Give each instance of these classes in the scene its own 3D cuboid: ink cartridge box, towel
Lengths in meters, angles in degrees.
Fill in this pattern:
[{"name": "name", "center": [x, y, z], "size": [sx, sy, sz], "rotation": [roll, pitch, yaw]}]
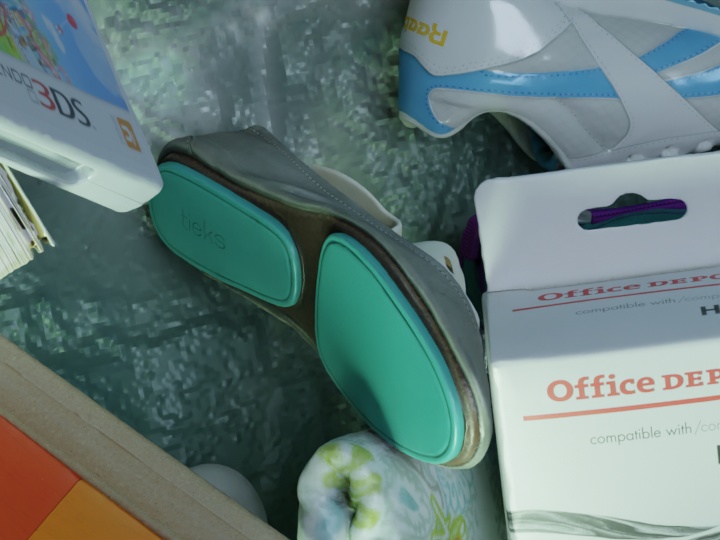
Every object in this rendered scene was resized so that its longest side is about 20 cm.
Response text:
[{"name": "ink cartridge box", "center": [0.106, 0.065, 0.954], "size": [0.115, 0.068, 0.201], "rotation": [-7, 111, 4]}, {"name": "towel", "center": [0.024, 0.153, 0.968], "size": [0.048, 0.171, 0.201], "rotation": [-2, 91, 15]}]

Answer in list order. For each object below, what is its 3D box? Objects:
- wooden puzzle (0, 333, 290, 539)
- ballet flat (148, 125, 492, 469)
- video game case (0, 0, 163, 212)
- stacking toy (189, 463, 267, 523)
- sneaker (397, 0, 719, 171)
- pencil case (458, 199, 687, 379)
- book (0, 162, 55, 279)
[{"name": "wooden puzzle", "center": [-0.132, 0.122, 0.888], "size": [0.185, 0.200, 0.037], "rotation": [-50, 150, -15]}, {"name": "ballet flat", "center": [0.000, 0.000, 0.943], "size": [0.064, 0.200, 0.068], "rotation": [-16, 125, -32]}, {"name": "video game case", "center": [-0.140, -0.124, 0.859], "size": [0.022, 0.182, 0.201], "rotation": [-28, 73, 13]}, {"name": "stacking toy", "center": [-0.069, 0.163, 0.958], "size": [0.146, 0.146, 0.201], "rotation": [27, 63, -22]}, {"name": "sneaker", "center": [0.105, -0.073, 1.055], "size": [0.199, 0.076, 0.081], "rotation": [13, 99, -21]}, {"name": "pencil case", "center": [0.138, 0.000, 1.016], "size": [0.199, 0.085, 0.093], "rotation": [-12, 113, 3]}, {"name": "book", "center": [-0.174, -0.091, 0.892], "size": [0.048, 0.134, 0.200], "rotation": [-30, 103, -3]}]
